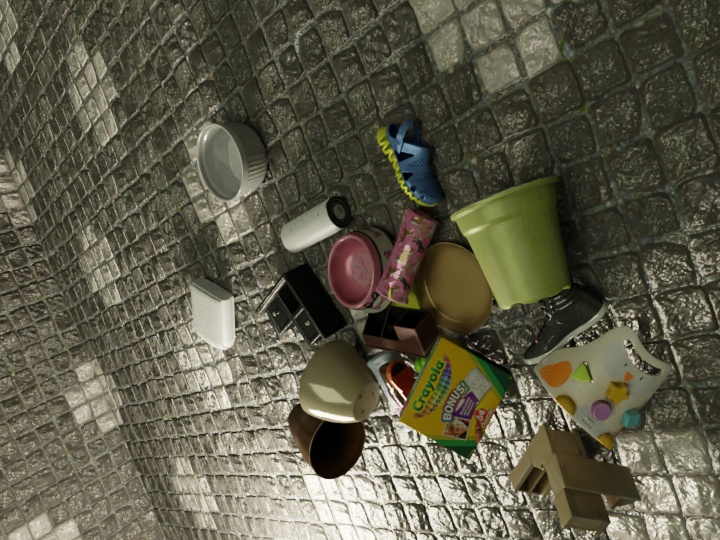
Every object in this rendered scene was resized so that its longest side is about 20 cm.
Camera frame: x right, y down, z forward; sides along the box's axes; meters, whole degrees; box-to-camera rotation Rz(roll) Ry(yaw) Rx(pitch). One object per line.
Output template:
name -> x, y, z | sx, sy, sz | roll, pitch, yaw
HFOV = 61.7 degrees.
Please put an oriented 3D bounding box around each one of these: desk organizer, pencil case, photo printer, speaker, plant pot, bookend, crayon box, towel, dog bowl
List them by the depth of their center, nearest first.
plant pot -> 0.279, -0.040, 1.054 | 0.198, 0.198, 0.189 | -22, 85, 45
crayon box -> 0.198, 0.264, 1.271 | 0.169, 0.058, 0.204 | 27, 97, 0
pencil case -> 0.098, -0.029, 1.283 | 0.082, 0.085, 0.205 | 30, 103, 46
plant pot -> 0.202, 0.035, 1.295 | 0.197, 0.027, 0.206 | 19, 120, 36
desk organizer -> 0.085, 0.135, 1.388 | 0.197, 0.072, 0.078 | 4, 126, 47
dog bowl -> 0.000, 0.000, 1.398 | 0.197, 0.073, 0.207 | 4, 96, 47
towel -> 0.064, 0.051, 1.418 | 0.197, 0.018, 0.088 | 0, 114, 50
pencil case -> 0.094, 0.286, 1.461 | 0.090, 0.082, 0.203 | -38, 81, 46
speaker -> -0.114, -0.111, 1.486 | 0.198, 0.080, 0.083 | -23, 92, 45
bookend -> -0.164, 0.125, 1.624 | 0.201, 0.091, 0.200 | 55, 135, 9
plant pot -> -0.114, 0.445, 1.674 | 0.198, 0.184, 0.192 | 16, 119, 52
photo printer -> -0.472, 0.147, 1.933 | 0.164, 0.069, 0.205 | 24, 123, 33

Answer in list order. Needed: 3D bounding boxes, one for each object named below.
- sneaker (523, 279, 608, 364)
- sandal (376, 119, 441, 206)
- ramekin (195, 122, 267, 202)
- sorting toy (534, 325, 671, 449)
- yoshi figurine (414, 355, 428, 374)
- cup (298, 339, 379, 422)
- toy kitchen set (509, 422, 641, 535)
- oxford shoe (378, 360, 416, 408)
sneaker -> 0.356, 0.091, 1.132 | 0.099, 0.071, 0.201 | 41, 126, 0
sandal -> 0.110, -0.226, 1.236 | 0.087, 0.079, 0.203 | -35, 85, 41
ramekin -> -0.336, -0.293, 1.597 | 0.197, 0.104, 0.206 | 18, 119, 36
sorting toy -> 0.447, 0.196, 1.070 | 0.199, 0.107, 0.181 | 39, 108, -6
yoshi figurine -> 0.201, 0.261, 1.364 | 0.202, 0.112, 0.112 | 52, 176, -7
cup -> -0.035, 0.294, 1.494 | 0.141, 0.198, 0.206 | 21, 121, 38
toy kitchen set -> 0.421, 0.447, 1.184 | 0.159, 0.202, 0.184 | 12, 126, -9
oxford shoe -> 0.114, 0.292, 1.390 | 0.203, 0.071, 0.072 | 58, 148, -9
